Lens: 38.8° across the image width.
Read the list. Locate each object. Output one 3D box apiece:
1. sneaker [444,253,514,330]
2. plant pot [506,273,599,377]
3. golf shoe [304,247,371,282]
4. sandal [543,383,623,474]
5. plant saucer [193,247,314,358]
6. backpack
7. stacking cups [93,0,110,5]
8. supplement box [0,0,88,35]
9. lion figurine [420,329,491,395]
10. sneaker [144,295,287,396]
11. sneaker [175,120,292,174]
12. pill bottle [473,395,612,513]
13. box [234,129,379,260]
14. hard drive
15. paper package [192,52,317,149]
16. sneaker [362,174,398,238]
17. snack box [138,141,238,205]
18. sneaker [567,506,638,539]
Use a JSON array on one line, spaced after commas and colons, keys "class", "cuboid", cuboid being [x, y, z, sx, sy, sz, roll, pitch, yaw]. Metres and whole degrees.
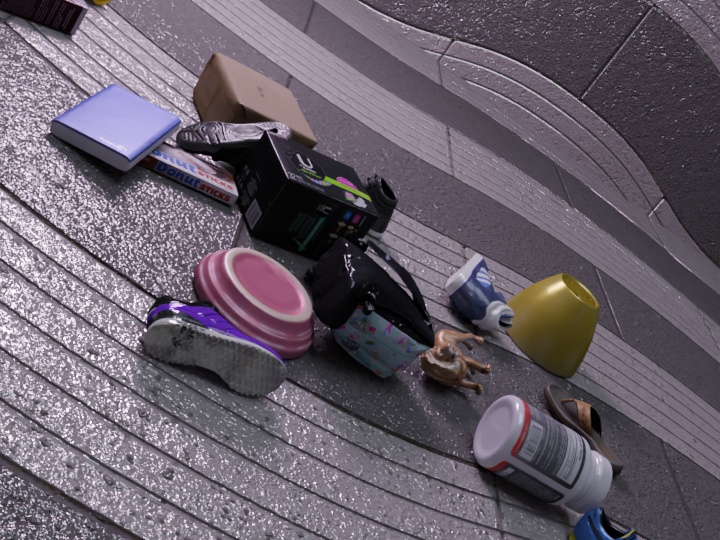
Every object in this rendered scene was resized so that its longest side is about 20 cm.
[{"class": "sneaker", "cuboid": [0.240, 0.055, 1.986, 0.147, 0.080, 0.200, 48, 20, 1]}, {"class": "plant pot", "cuboid": [0.398, 0.092, 2.060, 0.198, 0.143, 0.201, 32, 23, -15]}, {"class": "golf shoe", "cuboid": [0.000, 0.000, 1.690, 0.078, 0.095, 0.199, 47, 22, 24]}, {"class": "sandal", "cuboid": [0.410, 0.277, 1.845, 0.081, 0.055, 0.201, 8, 38, -51]}, {"class": "plant saucer", "cuboid": [-0.142, 0.037, 1.460, 0.198, 0.051, 0.202, 32, 24, -16]}, {"class": "backpack", "cuboid": [0.019, 0.064, 1.535, 0.199, 0.126, 0.169, 39, 30, -30]}, {"class": "stacking cups", "cuboid": [-0.564, -0.602, 2.014, 0.199, 0.061, 0.060, 41, 22, 19]}, {"class": "supplement box", "cuboid": [-0.580, -0.486, 1.755, 0.198, 0.061, 0.109, 11, 36, -47]}, {"class": "lion figurine", "cuboid": [0.150, 0.141, 1.705, 0.120, 0.074, 0.200, 22, 11, -6]}, {"class": "sneaker", "cuboid": [-0.180, 0.084, 1.291, 0.198, 0.070, 0.100, 27, 23, -27]}, {"class": "sneaker", "cuboid": [-0.220, -0.196, 1.763, 0.195, 0.116, 0.077, -2, 42, -16]}, {"class": "pill bottle", "cuboid": [0.278, 0.284, 1.554, 0.198, 0.116, 0.117, 32, 23, -18]}, {"class": "box", "cuboid": [-0.094, -0.118, 1.728, 0.198, 0.125, 0.150, 19, 30, -36]}, {"class": "hard drive", "cuboid": [-0.372, -0.225, 1.577, 0.130, 0.026, 0.201, 27, 28, 0]}, {"class": "paper package", "cuboid": [-0.198, -0.286, 1.909, 0.188, 0.104, 0.201, 21, 27, -36]}, {"class": "sneaker", "cuboid": [-0.013, -0.158, 1.956, 0.198, 0.100, 0.071, 35, 24, -7]}, {"class": "snack box", "cuboid": [-0.290, -0.169, 1.650, 0.198, 0.024, 0.072, 24, 26, -31]}, {"class": "sneaker", "cuboid": [0.397, 0.438, 1.500, 0.200, 0.079, 0.066, 47, 22, 16]}]
